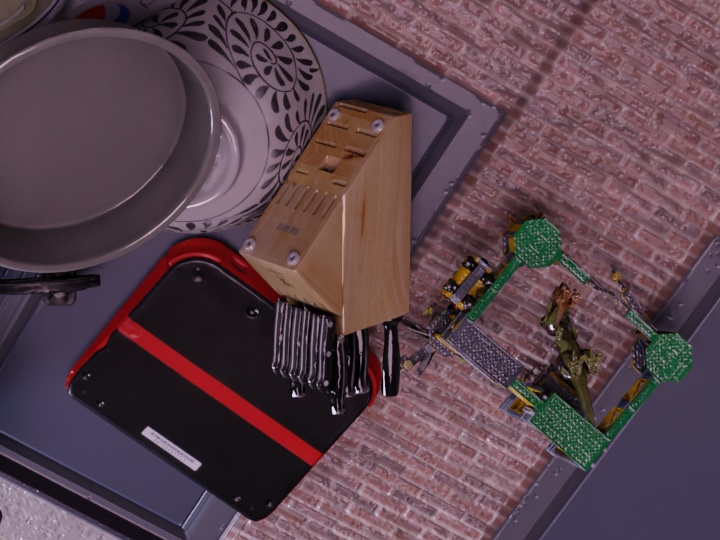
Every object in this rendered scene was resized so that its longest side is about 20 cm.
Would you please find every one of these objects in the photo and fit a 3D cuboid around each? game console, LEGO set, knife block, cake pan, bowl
[{"bbox_3d":[-0.103,0.085,1.678,0.200,0.031,0.177,36,115,-13],"label":"game console"},{"bbox_3d":[0.139,0.053,1.623,0.200,0.116,0.154,33,86,-10],"label":"LEGO set"},{"bbox_3d":[0.000,0.000,1.591,0.200,0.064,0.176,-58,136,-14],"label":"knife block"},{"bbox_3d":[-0.192,-0.087,1.445,0.200,0.037,0.201,-16,136,-17],"label":"cake pan"},{"bbox_3d":[-0.126,-0.100,1.553,0.200,0.094,0.201,1,115,3],"label":"bowl"}]

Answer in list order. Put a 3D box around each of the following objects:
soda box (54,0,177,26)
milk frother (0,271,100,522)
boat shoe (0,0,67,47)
[{"bbox_3d":[-0.166,-0.215,1.503,0.200,0.064,0.068,-27,68,15],"label":"soda box"},{"bbox_3d":[-0.290,0.095,1.605,0.199,0.181,0.189,-2,111,11],"label":"milk frother"},{"bbox_3d":[-0.247,-0.174,1.414,0.072,0.200,0.062,36,150,3],"label":"boat shoe"}]
